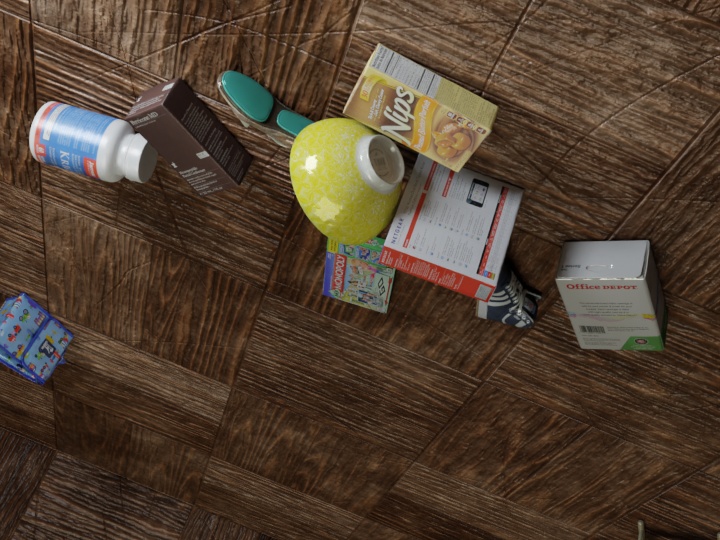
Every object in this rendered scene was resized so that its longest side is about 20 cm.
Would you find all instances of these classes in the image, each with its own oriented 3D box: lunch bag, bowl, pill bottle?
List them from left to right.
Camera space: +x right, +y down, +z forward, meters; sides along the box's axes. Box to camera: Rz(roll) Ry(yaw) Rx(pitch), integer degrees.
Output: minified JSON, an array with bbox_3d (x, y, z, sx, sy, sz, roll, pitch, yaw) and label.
[{"bbox_3d":[-0.823,0.179,2.348,0.094,0.151,0.200,-14,132,40],"label":"lunch bag"},{"bbox_3d":[-0.463,-0.219,1.645,0.199,0.112,0.112,16,146,8],"label":"pill bottle"},{"bbox_3d":[0.002,-0.148,1.421,0.108,0.201,0.200,-21,128,41],"label":"bowl"}]

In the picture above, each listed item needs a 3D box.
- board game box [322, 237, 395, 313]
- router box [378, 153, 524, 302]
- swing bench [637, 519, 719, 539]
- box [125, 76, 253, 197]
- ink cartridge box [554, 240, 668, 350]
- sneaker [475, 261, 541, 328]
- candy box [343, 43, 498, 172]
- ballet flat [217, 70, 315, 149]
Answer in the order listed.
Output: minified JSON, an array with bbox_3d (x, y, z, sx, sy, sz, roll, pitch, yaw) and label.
[{"bbox_3d":[0.000,0.000,1.775,0.134,0.029,0.200,16,146,6],"label":"board game box"},{"bbox_3d":[0.143,-0.071,1.451,0.179,0.200,0.049,21,146,3],"label":"router box"},{"bbox_3d":[0.772,0.713,2.258,0.198,0.130,0.200,0,141,27],"label":"swing bench"},{"bbox_3d":[-0.285,-0.221,1.585,0.100,0.075,0.200,-11,133,39],"label":"box"},{"bbox_3d":[0.420,0.043,1.561,0.144,0.084,0.200,-1,141,28],"label":"ink cartridge box"},{"bbox_3d":[0.264,0.036,1.645,0.108,0.070,0.200,18,153,13],"label":"sneaker"},{"bbox_3d":[0.087,-0.236,1.380,0.200,0.055,0.115,26,147,-7],"label":"candy box"},{"bbox_3d":[-0.149,-0.240,1.494,0.200,0.068,0.067,34,151,-15],"label":"ballet flat"}]
